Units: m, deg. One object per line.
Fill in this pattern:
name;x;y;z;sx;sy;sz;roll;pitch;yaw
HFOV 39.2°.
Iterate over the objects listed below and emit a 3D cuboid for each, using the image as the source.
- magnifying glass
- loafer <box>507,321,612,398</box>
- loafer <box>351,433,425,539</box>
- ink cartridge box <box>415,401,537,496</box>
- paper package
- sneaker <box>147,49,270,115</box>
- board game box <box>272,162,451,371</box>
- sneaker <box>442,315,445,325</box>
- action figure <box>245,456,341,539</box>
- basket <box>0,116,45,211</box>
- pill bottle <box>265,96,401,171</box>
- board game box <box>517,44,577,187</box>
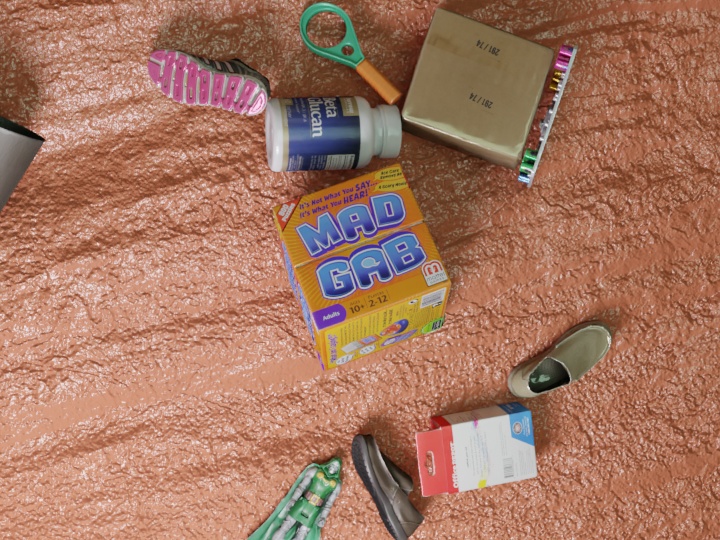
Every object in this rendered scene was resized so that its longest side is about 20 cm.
magnifying glass;-0.014;-0.331;1.548;0.080;0.022;0.200;-43;84;-8
loafer;0.342;0.156;1.686;0.199;0.068;0.076;-33;102;-5
loafer;0.047;0.348;1.661;0.071;0.073;0.201;-28;106;-17
ink cartridge box;0.185;0.296;1.675;0.198;0.067;0.117;-8;98;-10
paper package;0.178;-0.279;1.558;0.199;0.103;0.192;19;88;1
sneaker;-0.222;-0.288;1.527;0.198;0.087;0.074;17;113;10
board game box;0.000;0.000;1.499;0.198;0.200;0.201;-20;70;-8
sneaker;0.041;0.069;1.615;0.198;0.076;0.076;-5;100;-9
action figure;-0.089;0.390;1.645;0.118;0.055;0.201;32;86;-10
basket;-0.573;-0.131;1.449;0.179;0.136;0.201;22;96;-9
pill bottle;-0.042;-0.210;1.545;0.198;0.111;0.112;-4;98;-12
board game box;0.287;-0.235;1.566;0.026;0.200;0.201;19;93;8
